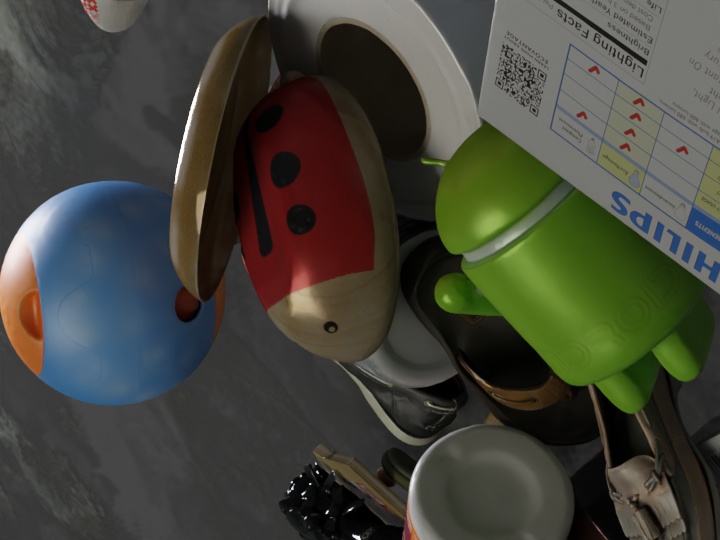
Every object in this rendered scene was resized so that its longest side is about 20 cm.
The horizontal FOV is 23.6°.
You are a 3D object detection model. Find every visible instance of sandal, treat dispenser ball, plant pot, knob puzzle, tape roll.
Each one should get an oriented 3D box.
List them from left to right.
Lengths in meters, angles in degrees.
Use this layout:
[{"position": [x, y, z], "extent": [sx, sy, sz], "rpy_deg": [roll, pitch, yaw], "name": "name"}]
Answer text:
[{"position": [-0.220, 0.020, 1.538], "extent": [0.201, 0.201, 0.201], "rpy_deg": [36, 147, 29], "name": "treat dispenser ball"}, {"position": [-0.096, -0.078, 1.172], "extent": [0.027, 0.200, 0.200], "rpy_deg": [12, 142, 3], "name": "plant pot"}, {"position": [0.030, -0.135, 1.136], "extent": [0.202, 0.071, 0.203], "rpy_deg": [37, 148, 28], "name": "tape roll"}, {"position": [0.040, 0.213, 1.512], "extent": [0.220, 0.030, 0.220], "rpy_deg": [39, 169, 9], "name": "knob puzzle"}, {"position": [0.090, 0.177, 1.397], "extent": [0.080, 0.057, 0.201], "rpy_deg": [38, 167, -29], "name": "sandal"}, {"position": [0.107, 0.054, 1.167], "extent": [0.200, 0.082, 0.055], "rpy_deg": [48, 176, -25], "name": "sandal"}]

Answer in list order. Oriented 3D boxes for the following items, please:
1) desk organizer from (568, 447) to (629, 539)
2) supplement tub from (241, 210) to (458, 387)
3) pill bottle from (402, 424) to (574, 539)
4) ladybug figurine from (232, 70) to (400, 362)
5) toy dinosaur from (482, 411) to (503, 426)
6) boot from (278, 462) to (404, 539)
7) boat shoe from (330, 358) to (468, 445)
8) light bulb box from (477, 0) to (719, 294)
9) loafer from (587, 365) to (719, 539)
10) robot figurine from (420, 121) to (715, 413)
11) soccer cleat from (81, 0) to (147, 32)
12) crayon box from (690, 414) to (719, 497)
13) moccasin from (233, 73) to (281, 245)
[{"position": [0.220, 0.221, 1.240], "extent": [0.200, 0.072, 0.077], "rpy_deg": [50, 153, 8], "name": "desk organizer"}, {"position": [0.000, 0.000, 1.256], "extent": [0.200, 0.122, 0.123], "rpy_deg": [27, 143, 55], "name": "supplement tub"}, {"position": [0.085, 0.206, 1.235], "extent": [0.114, 0.114, 0.200], "rpy_deg": [40, 152, 23], "name": "pill bottle"}, {"position": [-0.035, -0.036, 1.126], "extent": [0.136, 0.072, 0.200], "rpy_deg": [-37, 62, 53], "name": "ladybug figurine"}, {"position": [0.118, 0.090, 1.284], "extent": [0.101, 0.058, 0.200], "rpy_deg": [51, 147, 37], "name": "toy dinosaur"}, {"position": [0.019, 0.262, 1.507], "extent": [0.162, 0.073, 0.198], "rpy_deg": [24, 153, 51], "name": "boot"}, {"position": [0.005, 0.047, 1.377], "extent": [0.200, 0.072, 0.068], "rpy_deg": [46, 144, 6], "name": "boat shoe"}, {"position": [0.178, -0.124, 0.871], "extent": [0.198, 0.125, 0.200], "rpy_deg": [39, 149, 23], "name": "light bulb box"}, {"position": [0.176, 0.113, 1.099], "extent": [0.072, 0.063, 0.200], "rpy_deg": [-37, 56, 50], "name": "loafer"}, {"position": [0.127, -0.013, 1.029], "extent": [0.200, 0.116, 0.175], "rpy_deg": [48, 124, -9], "name": "robot figurine"}, {"position": [-0.174, -0.247, 1.322], "extent": [0.085, 0.069, 0.200], "rpy_deg": [45, 146, 23], "name": "soccer cleat"}, {"position": [0.300, 0.168, 1.082], "extent": [0.200, 0.052, 0.126], "rpy_deg": [52, 152, 4], "name": "crayon box"}, {"position": [-0.084, -0.098, 1.343], "extent": [0.078, 0.074, 0.201], "rpy_deg": [46, 152, 7], "name": "moccasin"}]
